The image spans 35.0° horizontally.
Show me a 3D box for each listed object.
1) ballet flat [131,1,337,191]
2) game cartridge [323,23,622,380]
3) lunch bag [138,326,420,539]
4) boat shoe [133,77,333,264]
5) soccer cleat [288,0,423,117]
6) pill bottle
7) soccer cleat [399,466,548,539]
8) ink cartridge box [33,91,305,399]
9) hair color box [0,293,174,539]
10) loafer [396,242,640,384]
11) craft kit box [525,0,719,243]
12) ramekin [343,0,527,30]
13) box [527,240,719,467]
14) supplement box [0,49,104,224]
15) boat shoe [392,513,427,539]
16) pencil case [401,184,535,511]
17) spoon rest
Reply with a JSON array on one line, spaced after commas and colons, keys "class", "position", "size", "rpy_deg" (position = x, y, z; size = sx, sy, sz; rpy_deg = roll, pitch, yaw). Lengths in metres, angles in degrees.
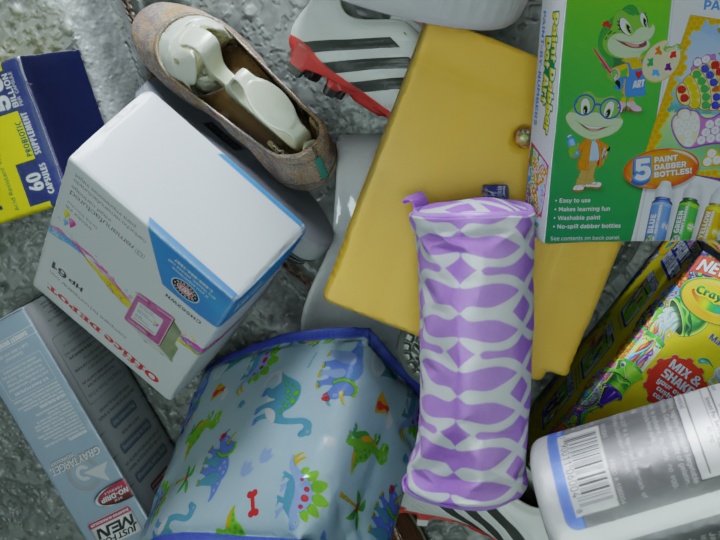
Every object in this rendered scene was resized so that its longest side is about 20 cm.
[{"class": "ballet flat", "position": [-0.093, -0.139, 0.826], "size": [0.200, 0.067, 0.068], "rpy_deg": [39, 81, 11]}, {"class": "game cartridge", "position": [0.090, -0.044, 0.762], "size": [0.175, 0.032, 0.201], "rpy_deg": [21, 97, -4]}, {"class": "lunch bag", "position": [-0.066, 0.144, 0.834], "size": [0.199, 0.171, 0.128], "rpy_deg": [-5, 141, 35]}, {"class": "boat shoe", "position": [-0.101, -0.065, 0.851], "size": [0.200, 0.069, 0.057], "rpy_deg": [43, 117, 20]}, {"class": "soccer cleat", "position": [0.042, -0.137, 0.811], "size": [0.199, 0.069, 0.085], "rpy_deg": [31, 104, 10]}, {"class": "pill bottle", "position": [0.215, 0.131, 0.703], "size": [0.199, 0.114, 0.114], "rpy_deg": [-19, 99, 13]}, {"class": "soccer cleat", "position": [0.079, 0.161, 0.873], "size": [0.199, 0.069, 0.086], "rpy_deg": [21, 112, 19]}, {"class": "ink cartridge box", "position": [-0.145, -0.009, 0.821], "size": [0.144, 0.085, 0.200], "rpy_deg": [41, 148, 0]}, {"class": "hair color box", "position": [-0.219, 0.115, 0.911], "size": [0.060, 0.099, 0.201], "rpy_deg": [-27, 97, 15]}, {"class": "loafer", "position": [0.109, 0.005, 0.816], "size": [0.199, 0.070, 0.075], "rpy_deg": [-33, 96, 1]}, {"class": "craft kit box", "position": [0.208, -0.117, 0.707], "size": [0.199, 0.049, 0.199], "rpy_deg": [-2, 106, -11]}, {"class": "ramekin", "position": [0.031, -0.228, 0.737], "size": [0.199, 0.201, 0.098], "rpy_deg": [18, 114, 6]}, {"class": "box", "position": [0.255, 0.105, 0.813], "size": [0.200, 0.122, 0.193], "rpy_deg": [35, 106, 0]}, {"class": "supplement box", "position": [-0.304, -0.085, 0.873], "size": [0.199, 0.110, 0.109], "rpy_deg": [-16, 100, 14]}, {"class": "boat shoe", "position": [0.025, 0.274, 0.919], "size": [0.075, 0.072, 0.201], "rpy_deg": [-13, 101, 13]}, {"class": "pencil case", "position": [0.065, 0.048, 0.717], "size": [0.085, 0.084, 0.201], "rpy_deg": [3, 98, 24]}, {"class": "spoon rest", "position": [0.000, 0.000, 0.865], "size": [0.099, 0.061, 0.201], "rpy_deg": [-1, 102, 10]}]
